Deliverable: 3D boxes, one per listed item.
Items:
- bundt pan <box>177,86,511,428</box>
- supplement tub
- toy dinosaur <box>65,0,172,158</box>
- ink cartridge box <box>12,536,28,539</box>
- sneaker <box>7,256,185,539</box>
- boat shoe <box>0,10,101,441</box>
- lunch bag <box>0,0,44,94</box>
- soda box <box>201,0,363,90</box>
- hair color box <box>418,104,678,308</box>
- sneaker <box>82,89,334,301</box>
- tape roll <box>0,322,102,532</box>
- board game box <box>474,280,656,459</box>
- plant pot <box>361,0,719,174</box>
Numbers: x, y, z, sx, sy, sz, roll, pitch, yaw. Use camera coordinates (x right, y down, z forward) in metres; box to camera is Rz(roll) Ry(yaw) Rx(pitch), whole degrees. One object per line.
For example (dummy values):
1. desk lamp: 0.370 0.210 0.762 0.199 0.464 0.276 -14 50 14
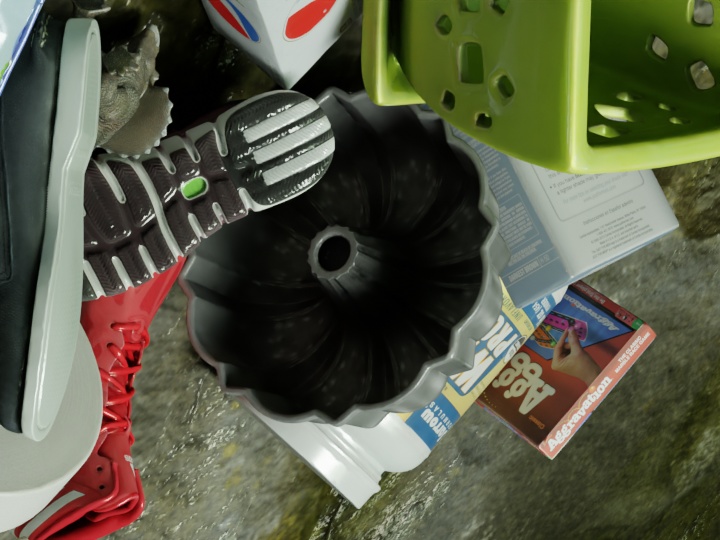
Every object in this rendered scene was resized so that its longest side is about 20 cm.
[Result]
1. bundt pan: 0.000 0.000 1.422 0.202 0.202 0.076 -53 149 2
2. supplement tub: 0.019 0.033 1.536 0.200 0.144 0.145 -49 149 -5
3. toy dinosaur: -0.163 -0.078 1.245 0.199 0.077 0.103 -27 148 -30
4. ink cartridge box: -0.204 0.253 1.331 0.075 0.201 0.164 -20 179 -30
5. sneaker: -0.138 0.074 1.400 0.201 0.115 0.078 -56 149 7
6. boat shoe: -0.161 -0.022 1.161 0.076 0.060 0.202 75 20 -79
7. lunch bag: -0.213 -0.151 1.079 0.160 0.082 0.201 22 104 -36
8. soda box: -0.049 -0.169 1.272 0.068 0.064 0.200 -47 164 -9
9. hair color box: 0.096 -0.090 1.465 0.099 0.201 0.061 -24 175 -38
10. sneaker: -0.111 -0.043 1.367 0.199 0.116 0.076 -20 99 -3
11. tape roll: -0.215 0.036 1.180 0.202 0.203 0.037 -2 143 -52
12. board game box: 0.096 0.037 1.595 0.103 0.200 0.019 -50 129 -4
13. plant pot: 0.110 -0.170 1.319 0.198 0.181 0.202 -10 109 -45
